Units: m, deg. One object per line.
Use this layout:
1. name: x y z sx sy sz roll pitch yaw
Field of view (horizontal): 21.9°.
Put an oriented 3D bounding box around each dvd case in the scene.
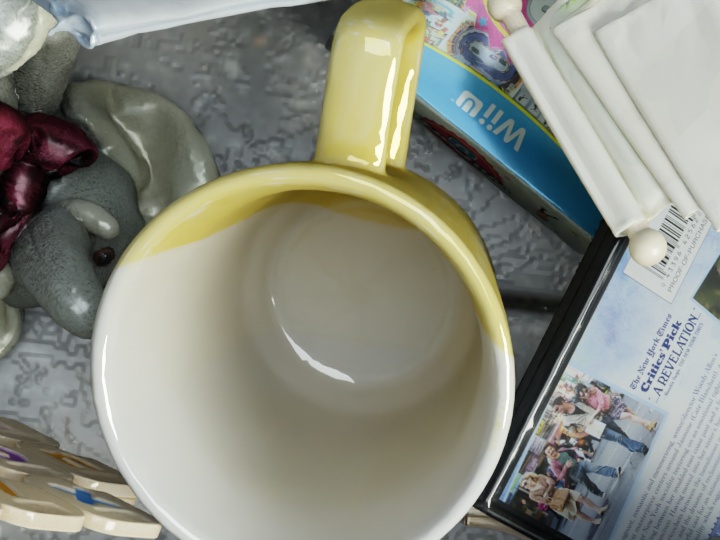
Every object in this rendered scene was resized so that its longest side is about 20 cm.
1. dvd case: 0.146 0.066 0.725 0.200 0.018 0.143 31 84 -29

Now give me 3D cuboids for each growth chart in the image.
1. growth chart: 0.152 -0.092 0.663 0.199 0.018 0.145 -24 68 14

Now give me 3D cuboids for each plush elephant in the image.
1. plush elephant: -0.144 -0.033 0.725 0.165 0.200 0.155 -42 111 6

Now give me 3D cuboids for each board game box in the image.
1. board game box: 0.103 -0.128 0.779 0.147 0.064 0.200 38 88 -4

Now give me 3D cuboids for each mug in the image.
1. mug: 0.003 0.009 0.707 0.149 0.153 0.187 42 105 0

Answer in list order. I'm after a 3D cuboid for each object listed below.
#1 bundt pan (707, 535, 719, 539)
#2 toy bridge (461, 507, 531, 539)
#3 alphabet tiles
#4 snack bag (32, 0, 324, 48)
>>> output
1. bundt pan: 0.127 0.189 0.671 0.201 0.076 0.203 0 91 -7
2. toy bridge: 0.142 0.111 0.787 0.199 0.027 0.067 4 86 -4
3. alphabet tiles: -0.175 0.062 0.678 0.195 0.200 0.015 20 92 36
4. snack bag: -0.081 -0.152 0.682 0.200 0.021 0.189 -19 52 -44
